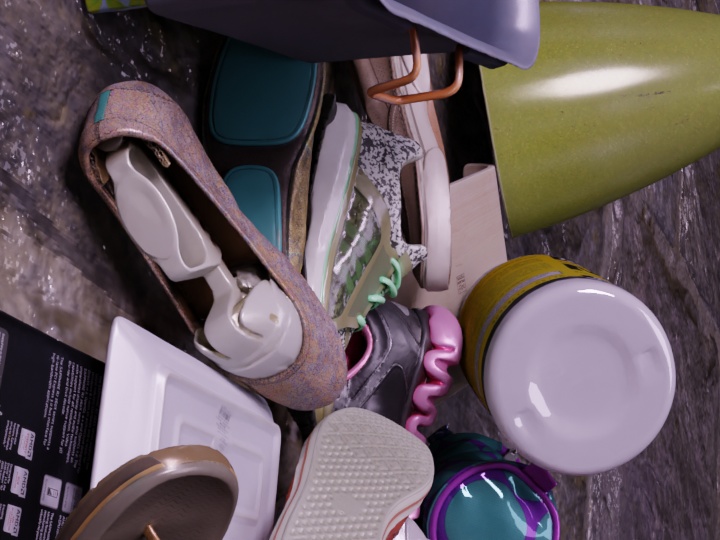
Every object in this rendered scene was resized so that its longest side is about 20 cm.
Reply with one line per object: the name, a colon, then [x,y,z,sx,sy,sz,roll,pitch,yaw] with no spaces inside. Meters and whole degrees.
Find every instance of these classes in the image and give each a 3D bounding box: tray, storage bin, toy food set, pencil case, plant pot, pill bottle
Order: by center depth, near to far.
tray: [-0.074,0.096,0.652,0.200,0.022,0.109,46,45,-69]
storage bin: [-0.010,-0.152,0.669,0.199,0.133,0.148,3,82,-61]
pill bottle: [0.121,0.051,0.881,0.200,0.113,0.116,-118,-159,-82]
pencil case: [0.079,0.156,0.923,0.085,0.092,0.200,49,-2,-1]
toy food set: [0.048,0.011,0.999,0.199,0.060,0.145,-25,110,-54]
plant pot: [0.202,-0.136,1.101,0.187,0.197,0.190,-10,90,-82]

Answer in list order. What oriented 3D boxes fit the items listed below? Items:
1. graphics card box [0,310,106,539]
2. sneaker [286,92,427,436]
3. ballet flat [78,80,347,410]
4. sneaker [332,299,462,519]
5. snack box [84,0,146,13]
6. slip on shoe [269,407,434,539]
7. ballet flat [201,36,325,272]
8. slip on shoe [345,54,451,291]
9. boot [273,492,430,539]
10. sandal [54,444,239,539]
graphics card box: [-0.149,0.090,0.572,0.200,0.050,0.127,39,53,-59]
sneaker: [0.000,0.000,0.813,0.077,0.087,0.203,170,-73,-72]
ballet flat: [-0.075,0.002,0.678,0.201,0.068,0.067,53,16,-16]
sneaker: [-0.005,0.107,0.869,0.095,0.079,0.202,22,74,-26]
snack box: [-0.084,-0.220,0.736,0.200,0.052,0.144,-33,118,-60]
slip on shoe: [-0.011,0.133,0.734,0.062,0.074,0.200,-61,178,26]
ballet flat: [-0.056,-0.058,0.778,0.071,0.070,0.203,33,57,-59]
slip on shoe: [0.023,-0.081,0.896,0.076,0.060,0.203,78,5,-75]
boot: [0.027,0.192,0.776,0.096,0.199,0.074,-43,169,-39]
sandal: [-0.096,0.154,0.548,0.080,0.054,0.201,4,121,-51]
